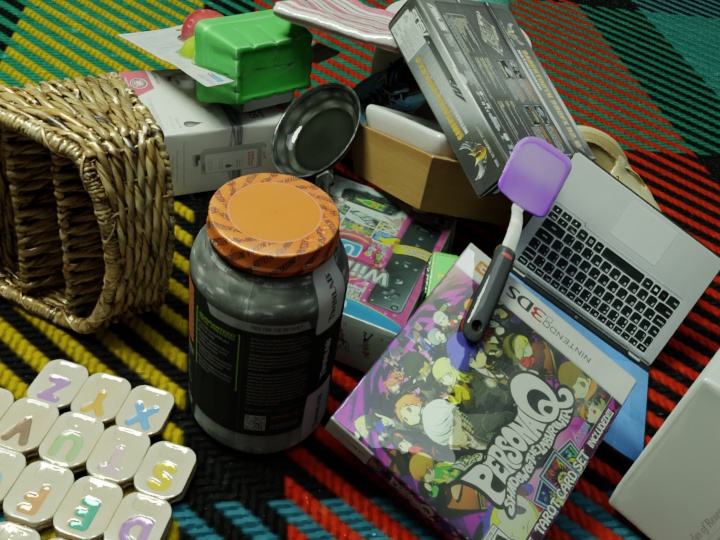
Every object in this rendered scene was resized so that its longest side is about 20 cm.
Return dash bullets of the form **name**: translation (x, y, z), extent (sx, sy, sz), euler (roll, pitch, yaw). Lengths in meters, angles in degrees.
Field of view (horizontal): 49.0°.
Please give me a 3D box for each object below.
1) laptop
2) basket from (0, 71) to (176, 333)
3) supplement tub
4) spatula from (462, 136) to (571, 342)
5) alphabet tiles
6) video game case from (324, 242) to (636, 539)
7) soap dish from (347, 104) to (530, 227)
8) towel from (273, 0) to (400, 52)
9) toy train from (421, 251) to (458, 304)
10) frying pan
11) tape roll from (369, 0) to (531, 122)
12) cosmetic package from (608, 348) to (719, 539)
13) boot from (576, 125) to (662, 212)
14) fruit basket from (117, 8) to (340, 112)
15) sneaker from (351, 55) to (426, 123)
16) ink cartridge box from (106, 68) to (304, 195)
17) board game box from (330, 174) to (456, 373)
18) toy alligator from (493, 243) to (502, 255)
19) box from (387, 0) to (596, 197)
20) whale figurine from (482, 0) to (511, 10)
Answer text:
- **laptop**: translation (0.226, 0.029, 0.723), extent (0.185, 0.202, 0.116), euler (34, 8, -5)
- **basket**: translation (-0.247, -0.043, 0.667), extent (0.147, 0.203, 0.143), euler (-16, 48, -32)
- **supplement tub**: translation (-0.074, 0.035, 0.617), extent (0.119, 0.203, 0.124), euler (7, 40, -6)
- **spatula**: translation (0.125, -0.028, 0.662), extent (0.056, 0.021, 0.203), euler (31, 63, -8)
- **alphabet tiles**: translation (-0.229, 0.149, 0.595), extent (0.195, 0.015, 0.197), euler (16, 41, 4)
- **video game case**: translation (0.100, 0.106, 0.628), extent (0.180, 0.036, 0.200), euler (40, 64, 8)
- **soap dish**: translation (0.098, -0.109, 0.856), extent (0.197, 0.083, 0.157), euler (6, 18, -37)
- **towel**: translation (0.002, -0.283, 0.883), extent (0.143, 0.031, 0.200), euler (18, 24, 11)
- **toy train**: translation (0.069, 0.075, 0.685), extent (0.055, 0.042, 0.204), euler (11, 62, 2)
- **frying pan**: translation (-0.029, -0.122, 0.815), extent (0.115, 0.031, 0.191), euler (-41, 51, 8)
- **tape roll**: translation (0.113, -0.252, 1.040), extent (0.197, 0.141, 0.205), euler (7, 40, -6)
- **cosmetic package**: translation (0.337, 0.154, 0.599), extent (0.199, 0.169, 0.166), euler (38, 46, 24)
- **boot**: translation (0.287, -0.057, 0.859), extent (0.199, 0.072, 0.157), euler (37, 29, -36)
- **fruit basket**: translation (-0.151, -0.251, 0.906), extent (0.183, 0.096, 0.198), euler (-23, 35, -37)
- **sneaker**: translation (0.038, -0.209, 0.895), extent (0.080, 0.197, 0.090), euler (65, 21, 9)
- **ink cartridge box**: translation (-0.180, -0.167, 0.915), extent (0.196, 0.084, 0.147), euler (-11, 45, -25)
- **board game box**: translation (0.000, 0.000, 0.783), extent (0.145, 0.065, 0.201), euler (19, 41, 11)
- **toy alligator**: translation (0.131, 0.032, 0.778), extent (0.054, 0.060, 0.200), euler (27, 43, 19)
- **box**: translation (0.132, -0.176, 0.786), extent (0.156, 0.048, 0.203), euler (-13, 71, -45)
- **whale figurine**: translation (0.154, -0.415, 1.264), extent (0.196, 0.105, 0.160), euler (-16, 48, -28)
